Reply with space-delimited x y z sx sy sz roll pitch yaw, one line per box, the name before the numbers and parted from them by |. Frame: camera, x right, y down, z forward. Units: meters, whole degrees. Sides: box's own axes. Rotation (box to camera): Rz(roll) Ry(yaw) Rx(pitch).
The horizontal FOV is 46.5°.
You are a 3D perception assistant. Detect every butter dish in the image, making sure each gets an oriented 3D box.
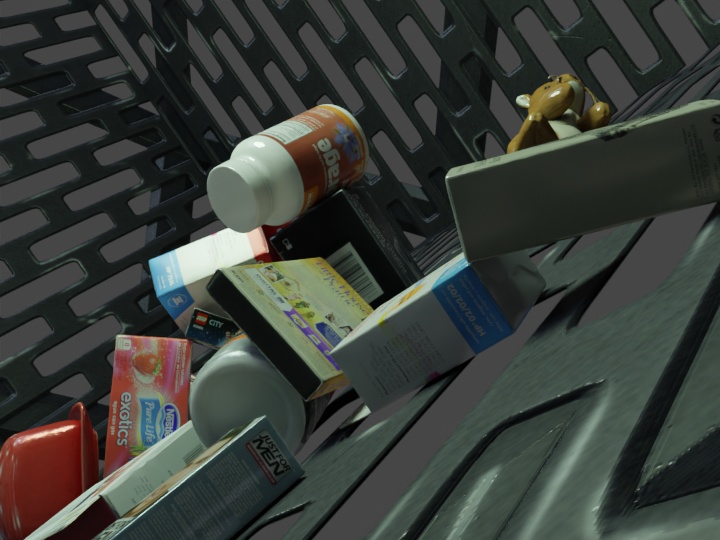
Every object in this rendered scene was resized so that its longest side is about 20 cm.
butter dish | -0.399 0.271 1.022 0.147 0.201 0.200 -1 -13 -23

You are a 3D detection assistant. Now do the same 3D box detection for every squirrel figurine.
squirrel figurine | 0.241 -0.157 1.094 0.187 0.140 0.201 -86 12 -48

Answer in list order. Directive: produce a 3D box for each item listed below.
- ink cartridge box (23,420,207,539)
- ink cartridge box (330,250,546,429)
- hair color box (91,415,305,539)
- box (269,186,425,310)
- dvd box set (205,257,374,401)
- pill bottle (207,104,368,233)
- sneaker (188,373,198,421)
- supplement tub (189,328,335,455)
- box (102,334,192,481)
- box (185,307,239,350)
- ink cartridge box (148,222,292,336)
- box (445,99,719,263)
ink cartridge box | -0.248 0.256 0.815 0.200 0.084 0.175 -35 1 36
ink cartridge box | 0.054 0.051 0.735 0.200 0.068 0.115 -35 1 32
hair color box | -0.148 0.204 0.666 0.200 0.061 0.099 -36 1 -31
box | 0.000 0.000 1.110 0.117 0.197 0.200 -34 1 10
dvd box set | -0.045 0.049 0.827 0.029 0.146 0.200 -50 -16 20
pill bottle | -0.089 -0.124 1.035 0.200 0.113 0.112 -36 1 -42
sneaker | -0.220 0.178 1.306 0.200 0.115 0.076 -47 -17 -1
supplement tub | -0.086 0.107 0.861 0.122 0.123 0.200 -35 6 17
box | -0.265 0.186 1.057 0.094 0.202 0.103 5 -8 -11
box | -0.127 0.102 1.087 0.137 0.199 0.038 154 135 -77
ink cartridge box | -0.173 0.004 1.155 0.199 0.068 0.116 -22 -34 -2
box | 0.167 -0.067 0.621 0.198 0.069 0.082 -14 9 11
